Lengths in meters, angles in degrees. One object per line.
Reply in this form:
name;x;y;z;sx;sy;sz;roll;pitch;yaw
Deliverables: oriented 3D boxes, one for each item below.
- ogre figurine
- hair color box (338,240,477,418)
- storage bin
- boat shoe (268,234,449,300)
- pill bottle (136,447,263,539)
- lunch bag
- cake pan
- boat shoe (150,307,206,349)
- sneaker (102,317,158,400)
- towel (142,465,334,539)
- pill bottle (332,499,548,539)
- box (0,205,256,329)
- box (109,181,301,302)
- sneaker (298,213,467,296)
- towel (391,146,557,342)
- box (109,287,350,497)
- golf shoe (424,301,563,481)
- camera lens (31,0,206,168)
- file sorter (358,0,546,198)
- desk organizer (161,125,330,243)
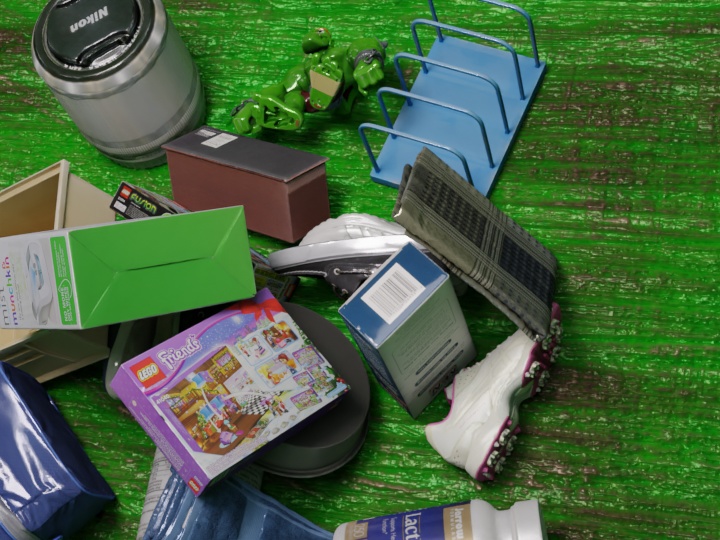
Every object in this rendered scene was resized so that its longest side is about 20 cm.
ogre figurine;-0.047;-0.214;1.611;0.098;0.200;0.120;45;36;-6
hair color box;0.050;0.063;1.406;0.100;0.200;0.060;-43;63;-9
storage bin;-0.368;0.015;1.564;0.197;0.093;0.202;-20;58;32
boat shoe;0.000;0.000;1.470;0.198;0.070;0.067;-5;90;14
pill bottle;-0.158;0.227;1.427;0.112;0.114;0.202;3;65;15
lunch bag;-0.359;0.212;1.465;0.132;0.136;0.201;-37;72;-2
cake pan;-0.073;0.113;1.440;0.198;0.037;0.202;17;48;-20
boat shoe;-0.190;0.077;1.540;0.066;0.074;0.201;18;54;-26
sneaker;-0.270;0.051;1.572;0.084;0.075;0.202;-3;57;19
towel;-0.111;0.263;1.348;0.048;0.200;0.113;-16;45;44
pill bottle;0.080;0.281;1.340;0.198;0.116;0.117;-12;62;7
box;-0.235;0.000;1.394;0.176;0.199;0.098;-2;97;52
box;-0.171;-0.030;1.559;0.199;0.110;0.035;31;94;25
sneaker;0.026;-0.005;1.520;0.198;0.078;0.100;-3;68;15
towel;0.114;-0.027;1.420;0.200;0.193;0.035;40;115;-8
box;-0.121;0.112;1.356;0.199;0.039;0.137;-28;73;-43
golf shoe;0.136;0.110;1.436;0.091;0.075;0.201;21;70;26
camera lens;-0.275;-0.230;1.635;0.158;0.200;0.162;-6;62;11
file sorter;0.102;-0.194;1.567;0.138;0.123;0.201;18;69;21
desk organizer;-0.128;-0.099;1.602;0.199;0.078;0.071;18;35;38
